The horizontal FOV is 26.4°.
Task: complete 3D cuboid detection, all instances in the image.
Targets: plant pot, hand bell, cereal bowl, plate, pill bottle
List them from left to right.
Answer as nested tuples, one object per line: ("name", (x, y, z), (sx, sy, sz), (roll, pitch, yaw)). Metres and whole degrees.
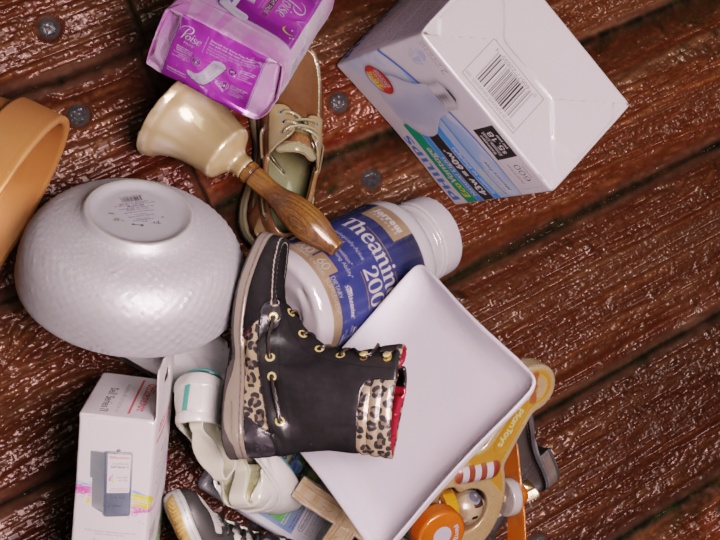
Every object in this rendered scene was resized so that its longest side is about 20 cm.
("plant pot", (-0.353, -0.074, 1.278), (0.140, 0.200, 0.200), (29, 75, -3))
("cereal bowl", (-0.196, -0.018, 1.330), (0.200, 0.200, 0.083), (-7, 132, -24))
("hand bell", (-0.096, -0.083, 1.389), (0.200, 0.104, 0.104), (42, 70, 10))
("pill bottle", (0.000, 0.000, 1.456), (0.200, 0.111, 0.111), (-26, 98, -37))
("plate", (0.042, 0.120, 1.337), (0.200, 0.200, 0.032), (-49, 133, 6))

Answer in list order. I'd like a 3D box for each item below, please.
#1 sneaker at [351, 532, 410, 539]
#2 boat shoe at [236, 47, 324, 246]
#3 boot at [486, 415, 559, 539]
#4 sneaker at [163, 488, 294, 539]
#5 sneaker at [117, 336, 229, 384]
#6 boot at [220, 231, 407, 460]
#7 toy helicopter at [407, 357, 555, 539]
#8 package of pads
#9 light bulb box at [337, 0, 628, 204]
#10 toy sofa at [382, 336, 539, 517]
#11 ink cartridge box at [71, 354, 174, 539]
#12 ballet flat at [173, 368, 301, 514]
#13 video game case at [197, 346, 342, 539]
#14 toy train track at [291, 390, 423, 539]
("sneaker", (0.021, 0.237, 1.454), (0.077, 0.085, 0.200), (0, 106, 6))
("boat shoe", (-0.064, -0.117, 1.463), (0.076, 0.074, 0.200), (9, 83, -24))
("boot", (0.101, 0.203, 1.515), (0.174, 0.069, 0.200), (-41, 113, -20))
("sneaker", (-0.105, 0.258, 1.403), (0.088, 0.076, 0.200), (-33, 122, -3))
("sneaker", (-0.137, 0.061, 1.413), (0.200, 0.074, 0.116), (31, 76, -11))
("boot", (-0.035, 0.068, 1.314), (0.150, 0.073, 0.200), (4, 71, 11))
("toy helicopter", (0.117, 0.171, 1.356), (0.132, 0.079, 0.200), (27, 96, -34))
("package of pads", (-0.101, -0.227, 1.394), (0.120, 0.076, 0.200), (27, 37, -2))
("light bulb box", (0.113, -0.179, 1.478), (0.125, 0.200, 0.198), (-46, 105, -18))
("toy sofa", (0.079, 0.146, 1.444), (0.098, 0.083, 0.200), (-29, 89, 0))
("ink cartridge box", (-0.205, 0.163, 1.326), (0.067, 0.117, 0.200), (6, 103, -1))
("ballet flat", (-0.114, 0.173, 1.374), (0.069, 0.069, 0.200), (-45, 130, -20))
("video game case", (-0.034, 0.168, 1.489), (0.182, 0.022, 0.200), (36, 74, -19))
("toy train track", (0.012, 0.195, 1.381), (0.115, 0.033, 0.200), (31, 104, -4))
